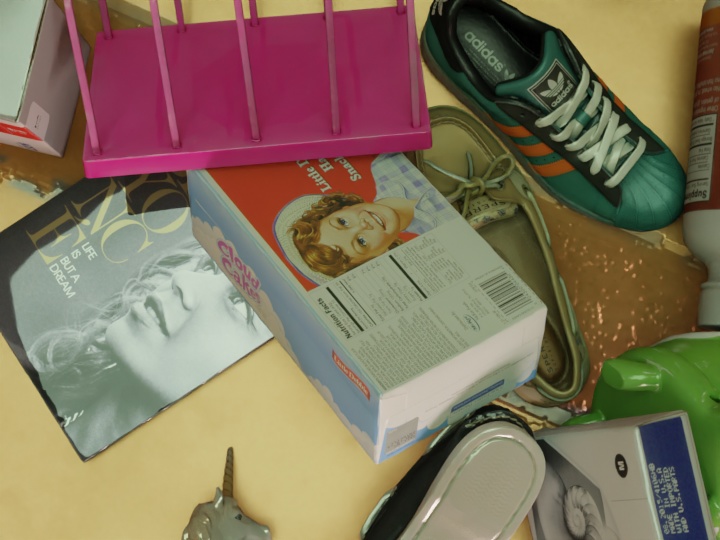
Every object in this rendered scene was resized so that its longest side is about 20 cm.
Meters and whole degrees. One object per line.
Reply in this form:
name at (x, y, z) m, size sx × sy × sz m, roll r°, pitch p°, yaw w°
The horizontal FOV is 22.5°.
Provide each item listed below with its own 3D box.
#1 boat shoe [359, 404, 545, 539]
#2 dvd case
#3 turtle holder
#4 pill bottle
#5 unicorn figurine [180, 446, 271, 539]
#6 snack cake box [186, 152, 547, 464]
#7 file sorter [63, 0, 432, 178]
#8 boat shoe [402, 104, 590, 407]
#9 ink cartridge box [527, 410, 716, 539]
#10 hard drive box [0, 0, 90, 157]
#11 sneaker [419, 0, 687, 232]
boat shoe at (0.030, 0.161, 1.024) m, size 0.074 × 0.060 × 0.200 m, roll 31°, pitch 99°, yaw -11°
dvd case at (-0.127, 0.002, 1.118) m, size 0.200 × 0.016 × 0.149 m, roll -33°, pitch 86°, yaw -3°
turtle holder at (0.209, 0.089, 1.035) m, size 0.131 × 0.186 × 0.141 m, roll -16°, pitch 49°, yaw -23°
pill bottle at (0.251, -0.062, 1.074) m, size 0.112 × 0.112 × 0.201 m, roll 5°, pitch 86°, yaw 0°
unicorn figurine at (-0.071, 0.227, 1.073) m, size 0.137 × 0.074 × 0.200 m, roll 32°, pitch 84°, yaw -2°
snack cake box at (0.000, 0.000, 1.034) m, size 0.115 × 0.067 × 0.200 m, roll -26°, pitch 56°, yaw -22°
file sorter at (-0.066, -0.152, 1.044) m, size 0.199 × 0.139 × 0.126 m, roll -5°, pitch 129°, yaw 0°
boat shoe at (0.086, -0.013, 1.095) m, size 0.073 × 0.063 × 0.201 m, roll -29°, pitch 86°, yaw -1°
ink cartridge box at (0.139, 0.184, 1.013) m, size 0.040 × 0.200 × 0.201 m, roll -11°, pitch 85°, yaw -22°
hard drive box at (-0.272, -0.134, 1.058) m, size 0.199 × 0.156 × 0.077 m, roll 13°, pitch 86°, yaw 2°
sneaker at (0.118, -0.096, 1.092) m, size 0.200 × 0.080 × 0.071 m, roll 39°, pitch 85°, yaw 2°
